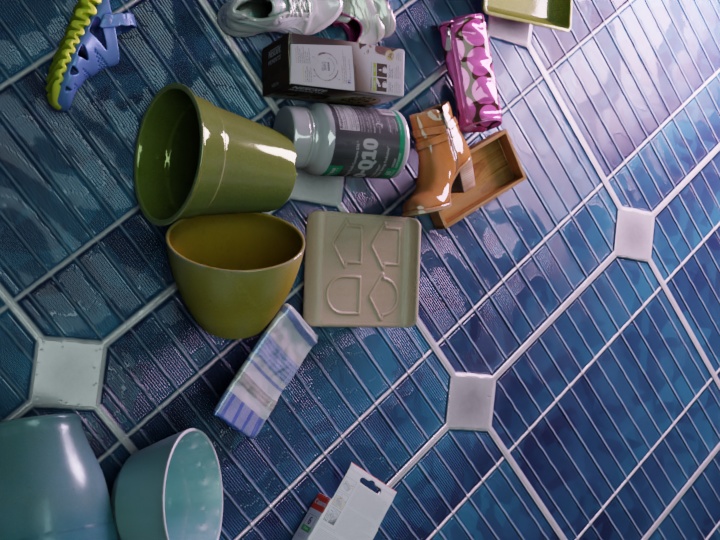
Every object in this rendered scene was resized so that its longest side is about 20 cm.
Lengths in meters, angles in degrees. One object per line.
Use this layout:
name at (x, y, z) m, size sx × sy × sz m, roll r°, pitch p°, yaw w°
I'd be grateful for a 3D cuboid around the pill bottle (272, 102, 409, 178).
pill bottle at (-0.032, -0.205, 1.447) m, size 0.199 × 0.113 × 0.114 m, roll 0°, pitch 90°, yaw -27°

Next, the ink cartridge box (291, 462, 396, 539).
ink cartridge box at (-0.036, 0.421, 1.484) m, size 0.109 × 0.050 × 0.200 m, roll 38°, pitch 73°, yaw -22°

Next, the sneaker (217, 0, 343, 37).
sneaker at (-0.116, -0.399, 1.406) m, size 0.199 × 0.080 × 0.071 m, roll -13°, pitch 96°, yaw -18°

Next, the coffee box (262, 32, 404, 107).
coffee box at (-0.044, -0.313, 1.441) m, size 0.199 × 0.113 × 0.080 m, roll 0°, pitch 90°, yaw -28°

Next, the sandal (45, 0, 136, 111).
sandal at (-0.378, -0.313, 1.287) m, size 0.087 × 0.079 × 0.201 m, roll 26°, pitch 80°, yaw -29°

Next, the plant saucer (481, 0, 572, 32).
plant saucer at (0.295, -0.542, 1.656) m, size 0.199 × 0.048 × 0.201 m, roll 3°, pitch 88°, yaw -28°

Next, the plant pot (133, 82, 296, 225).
plant pot at (-0.202, -0.156, 1.334) m, size 0.189 × 0.200 × 0.201 m, roll 5°, pitch 88°, yaw -41°

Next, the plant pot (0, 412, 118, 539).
plant pot at (-0.428, 0.291, 1.206) m, size 0.199 × 0.200 × 0.189 m, roll -3°, pitch 76°, yaw -28°

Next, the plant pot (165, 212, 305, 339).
plant pot at (-0.186, 0.015, 1.341) m, size 0.199 × 0.200 × 0.143 m, roll -9°, pitch 121°, yaw -27°

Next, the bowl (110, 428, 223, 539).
bowl at (-0.280, 0.327, 1.293) m, size 0.105 × 0.201 × 0.202 m, roll -5°, pitch 93°, yaw 13°

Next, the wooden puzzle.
wooden puzzle at (0.000, 0.000, 1.507) m, size 0.199 × 0.046 × 0.186 m, roll 3°, pitch 89°, yaw -23°

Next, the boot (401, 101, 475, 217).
boot at (0.109, -0.181, 1.491) m, size 0.200 × 0.073 × 0.155 m, roll -38°, pitch 115°, yaw -48°

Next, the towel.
towel at (-0.140, 0.156, 1.394) m, size 0.200 × 0.024 × 0.147 m, roll -57°, pitch 155°, yaw -14°

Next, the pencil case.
pencil case at (0.187, -0.338, 1.579) m, size 0.094 × 0.090 × 0.201 m, roll -24°, pitch 101°, yaw -61°

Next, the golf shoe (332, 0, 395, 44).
golf shoe at (-0.024, -0.452, 1.475) m, size 0.091 × 0.075 × 0.200 m, roll -41°, pitch 107°, yaw -18°

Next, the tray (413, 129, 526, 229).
tray at (0.196, -0.162, 1.612) m, size 0.200 × 0.037 × 0.099 m, roll -31°, pitch 104°, yaw -25°
